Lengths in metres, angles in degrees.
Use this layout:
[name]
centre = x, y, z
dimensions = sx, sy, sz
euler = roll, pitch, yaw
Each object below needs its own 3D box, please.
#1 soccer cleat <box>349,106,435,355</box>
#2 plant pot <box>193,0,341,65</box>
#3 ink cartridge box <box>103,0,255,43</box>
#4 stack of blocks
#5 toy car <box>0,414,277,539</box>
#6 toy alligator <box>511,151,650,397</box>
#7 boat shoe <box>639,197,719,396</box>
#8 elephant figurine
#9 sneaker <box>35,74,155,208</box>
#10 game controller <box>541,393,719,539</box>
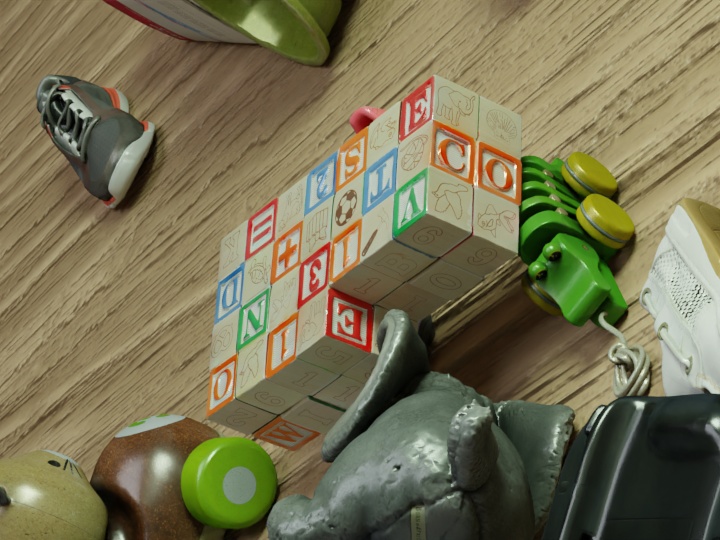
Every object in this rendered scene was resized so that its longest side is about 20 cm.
[soccer cleat]
centre = 0.006, 0.001, 1.413
dimensions = 0.068, 0.073, 0.201
euler = -26, 42, 54
[plant pot]
centre = -0.053, -0.274, 1.714
dimensions = 0.185, 0.200, 0.200
euler = -54, 22, -8
[ink cartridge box]
centre = -0.109, -0.254, 1.911
dimensions = 0.148, 0.085, 0.200
euler = -64, 24, -4
[stack of blocks]
centre = 0.000, 0.000, 1.301
dimensions = 0.200, 0.058, 0.116
euler = -36, 41, 44
[toy car]
centre = -0.182, 0.138, 1.502
dimensions = 0.164, 0.199, 0.159
euler = -9, 57, 62
[toy alligator]
centre = 0.101, -0.008, 1.248
dimensions = 0.059, 0.054, 0.200
euler = -53, 25, 24
[boat shoe]
centre = 0.162, 0.042, 1.057
dimensions = 0.070, 0.071, 0.200
euler = -59, 17, 19
[elephant figurine]
centre = 0.032, 0.090, 1.217
dimensions = 0.154, 0.142, 0.200
euler = -17, 26, 21
[sneaker]
centre = -0.224, -0.109, 2.001
dimensions = 0.077, 0.082, 0.200
euler = -61, 23, 6
[game controller]
centre = 0.099, 0.141, 0.969
dimensions = 0.104, 0.042, 0.201
euler = -2, 64, 48
